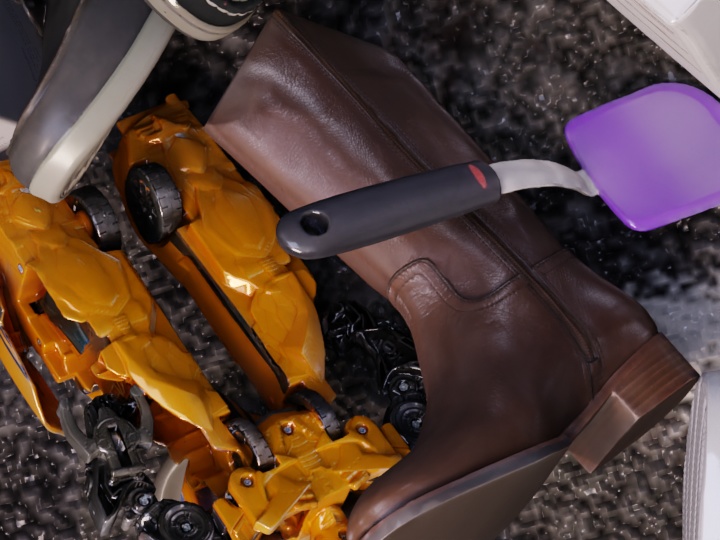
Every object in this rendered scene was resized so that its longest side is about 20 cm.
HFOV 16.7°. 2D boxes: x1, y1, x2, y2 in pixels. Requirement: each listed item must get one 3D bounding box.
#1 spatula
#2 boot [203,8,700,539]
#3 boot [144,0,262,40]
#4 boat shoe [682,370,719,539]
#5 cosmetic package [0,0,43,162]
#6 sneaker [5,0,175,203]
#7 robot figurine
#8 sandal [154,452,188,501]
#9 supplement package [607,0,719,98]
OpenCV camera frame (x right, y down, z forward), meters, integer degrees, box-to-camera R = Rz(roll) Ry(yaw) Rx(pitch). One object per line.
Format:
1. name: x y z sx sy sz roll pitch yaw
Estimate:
1. spatula: 0.055 -0.031 0.848 0.057 0.200 0.021 58 141 26
2. boot: 0.000 0.000 0.845 0.200 0.186 0.064 49 127 14
3. boot: 0.002 -0.182 0.818 0.154 0.073 0.204 -17 45 48
4. boat shoe: 0.151 0.133 0.857 0.071 0.072 0.201 -5 95 5
5. cosmetic package: -0.180 -0.083 0.879 0.081 0.200 0.113 -28 79 10
6. sneaker: -0.115 -0.119 0.882 0.106 0.075 0.200 26 52 -13
7. robot figurine: -0.057 0.032 0.879 0.145 0.058 0.200 -22 63 -29
8. sandal: 0.005 0.120 0.893 0.200 0.055 0.082 34 94 14
9. supplement package: 0.113 -0.143 0.812 0.117 0.200 0.117 44 96 13
